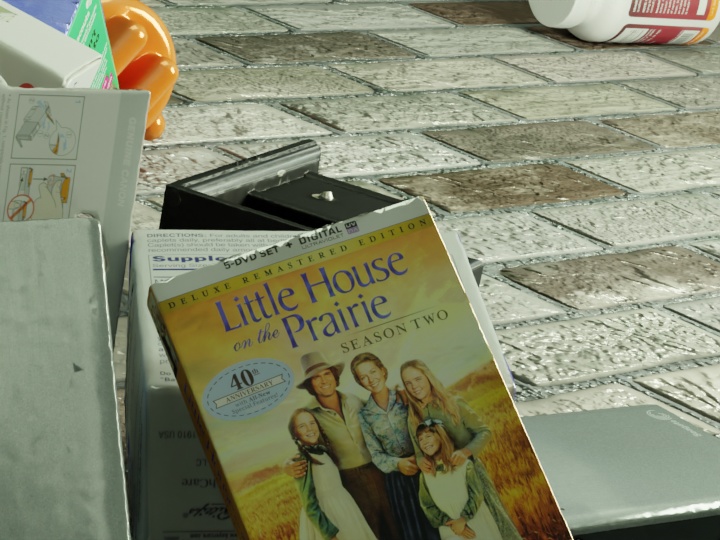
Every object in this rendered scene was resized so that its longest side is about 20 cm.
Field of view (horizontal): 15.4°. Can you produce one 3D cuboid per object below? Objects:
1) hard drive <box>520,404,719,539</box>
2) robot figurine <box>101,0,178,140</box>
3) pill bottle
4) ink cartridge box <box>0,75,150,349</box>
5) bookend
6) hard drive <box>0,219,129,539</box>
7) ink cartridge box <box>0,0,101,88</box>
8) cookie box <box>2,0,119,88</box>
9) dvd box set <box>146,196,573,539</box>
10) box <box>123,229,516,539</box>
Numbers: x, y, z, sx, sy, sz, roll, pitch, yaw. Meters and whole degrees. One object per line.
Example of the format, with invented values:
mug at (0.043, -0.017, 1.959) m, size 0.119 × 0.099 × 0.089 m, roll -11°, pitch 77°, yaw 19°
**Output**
hard drive at (0.133, 0.119, 1.481) m, size 0.199 × 0.033 × 0.139 m, roll -3°, pitch 21°, yaw -38°
robot figurine at (-0.216, -0.161, 2.021) m, size 0.143 × 0.118 × 0.200 m, roll 3°, pitch 9°, yaw -32°
pill bottle at (0.278, -0.295, 2.791) m, size 0.199 × 0.114 × 0.113 m, roll -1°, pitch 20°, yaw -36°
ink cartridge box at (-0.208, -0.009, 1.397) m, size 0.173 × 0.201 × 0.043 m, roll -1°, pitch 19°, yaw -34°
bookend at (0.000, 0.000, 1.685) m, size 0.199 × 0.093 × 0.198 m, roll 19°, pitch 18°, yaw 22°
hard drive at (-0.176, 0.074, 1.170) m, size 0.138 × 0.033 × 0.201 m, roll -3°, pitch 61°, yaw -10°
ink cartridge box at (-0.286, -0.114, 1.709) m, size 0.199 × 0.145 × 0.085 m, roll 29°, pitch 18°, yaw 5°
cookie box at (-0.261, -0.145, 1.841) m, size 0.170 × 0.076 × 0.200 m, roll 13°, pitch -25°, yaw 7°
dvd box set at (0.001, 0.076, 1.248) m, size 0.145 × 0.201 × 0.029 m, roll -17°, pitch -20°, yaw -14°
box at (-0.028, 0.063, 1.379) m, size 0.182 × 0.106 × 0.200 m, roll 1°, pitch 24°, yaw -7°
